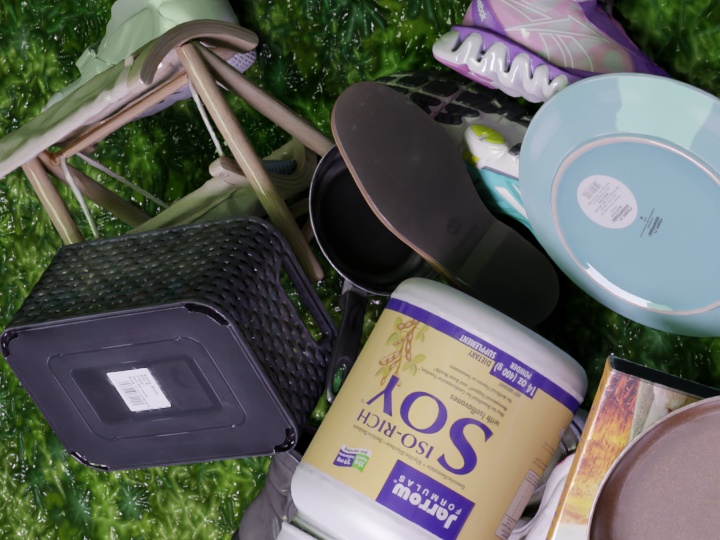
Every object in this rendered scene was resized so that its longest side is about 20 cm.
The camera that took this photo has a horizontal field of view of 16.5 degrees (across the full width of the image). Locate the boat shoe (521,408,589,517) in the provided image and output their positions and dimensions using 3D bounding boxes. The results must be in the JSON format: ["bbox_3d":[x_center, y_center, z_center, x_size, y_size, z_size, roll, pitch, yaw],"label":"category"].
[{"bbox_3d":[0.082,0.148,1.716,0.199,0.062,0.072,-28,81,40],"label":"boat shoe"}]

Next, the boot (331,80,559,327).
[{"bbox_3d":[0.043,-0.039,1.643,0.200,0.074,0.075,49,163,-14],"label":"boot"}]

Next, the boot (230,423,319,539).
[{"bbox_3d":[-0.016,0.213,1.809,0.200,0.070,0.132,41,125,26],"label":"boot"}]

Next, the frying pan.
[{"bbox_3d":[0.015,-0.001,1.701,0.031,0.114,0.191,-23,68,58],"label":"frying pan"}]

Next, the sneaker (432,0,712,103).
[{"bbox_3d":[0.144,-0.144,1.600,0.199,0.080,0.089,23,89,30],"label":"sneaker"}]

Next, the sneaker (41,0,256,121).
[{"bbox_3d":[-0.170,-0.177,1.862,0.199,0.075,0.116,-19,86,36],"label":"sneaker"}]

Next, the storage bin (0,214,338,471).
[{"bbox_3d":[-0.129,0.052,1.699,0.199,0.094,0.136,-9,126,33],"label":"storage bin"}]

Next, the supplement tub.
[{"bbox_3d":[0.043,0.122,1.618,0.145,0.145,0.201,25,83,35],"label":"supplement tub"}]

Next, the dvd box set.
[{"bbox_3d":[0.194,0.168,1.584,0.145,0.029,0.201,18,108,0],"label":"dvd box set"}]

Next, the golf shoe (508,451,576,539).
[{"bbox_3d":[0.140,0.188,1.650,0.200,0.075,0.092,-50,27,41],"label":"golf shoe"}]

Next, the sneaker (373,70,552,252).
[{"bbox_3d":[0.076,-0.075,1.672,0.200,0.077,0.080,34,131,33],"label":"sneaker"}]

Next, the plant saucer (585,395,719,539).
[{"bbox_3d":[0.239,0.166,1.546,0.199,0.032,0.202,1,108,3],"label":"plant saucer"}]

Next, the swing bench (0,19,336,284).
[{"bbox_3d":[-0.133,-0.066,1.761,0.198,0.130,0.200,-26,113,40],"label":"swing bench"}]

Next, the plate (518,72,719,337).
[{"bbox_3d":[0.185,-0.033,1.557,0.199,0.026,0.201,19,135,20],"label":"plate"}]
